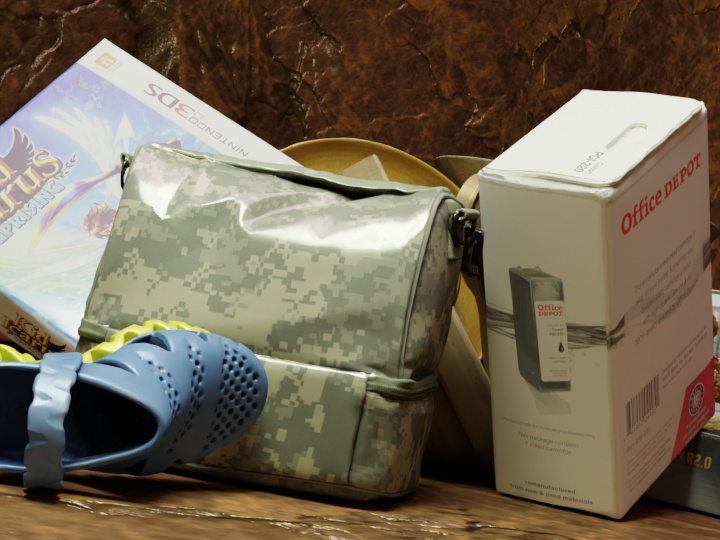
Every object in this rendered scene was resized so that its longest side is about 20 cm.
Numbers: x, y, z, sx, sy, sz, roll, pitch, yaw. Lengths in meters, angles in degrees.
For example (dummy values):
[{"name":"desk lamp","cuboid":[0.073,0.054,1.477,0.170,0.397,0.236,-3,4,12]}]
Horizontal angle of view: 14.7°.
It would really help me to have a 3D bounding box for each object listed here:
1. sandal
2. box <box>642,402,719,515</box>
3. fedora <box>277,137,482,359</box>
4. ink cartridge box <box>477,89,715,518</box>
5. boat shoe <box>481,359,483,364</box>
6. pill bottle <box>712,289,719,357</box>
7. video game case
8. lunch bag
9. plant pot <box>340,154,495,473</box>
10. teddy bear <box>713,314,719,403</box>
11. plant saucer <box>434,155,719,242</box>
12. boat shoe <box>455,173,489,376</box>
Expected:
[{"name":"sandal","cuboid":[-0.120,0.071,1.356,0.199,0.080,0.087,-8,15,-41]},{"name":"box","cuboid":[0.227,0.115,1.740,0.158,0.049,0.200,13,4,38]},{"name":"fedora","cuboid":[0.000,0.000,1.793,0.200,0.202,0.082,9,-12,-10]},{"name":"ink cartridge box","cuboid":[0.136,0.015,1.578,0.085,0.201,0.146,10,27,27]},{"name":"boat shoe","cuboid":[0.099,0.057,1.892,0.199,0.070,0.066,-3,-25,-41]},{"name":"pill bottle","cuboid":[0.228,0.065,2.063,0.199,0.111,0.111,9,3,-3]},{"name":"video game case","cuboid":[-0.153,-0.032,1.709,0.181,0.046,0.200,32,55,19]},{"name":"lunch bag","cuboid":[-0.045,0.025,1.501,0.199,0.169,0.139,10,4,13]},{"name":"plant pot","cuboid":[0.014,0.041,1.658,0.092,0.201,0.201,-27,4,1]},{"name":"teddy bear","cuboid":[0.197,0.063,1.895,0.067,0.146,0.200,-24,-26,39]},{"name":"plant saucer","cuboid":[0.142,-0.034,1.887,0.199,0.036,0.200,14,-4,1]},{"name":"boat shoe","cuboid":[0.110,0.024,1.694,0.070,0.071,0.200,15,-31,28]}]
